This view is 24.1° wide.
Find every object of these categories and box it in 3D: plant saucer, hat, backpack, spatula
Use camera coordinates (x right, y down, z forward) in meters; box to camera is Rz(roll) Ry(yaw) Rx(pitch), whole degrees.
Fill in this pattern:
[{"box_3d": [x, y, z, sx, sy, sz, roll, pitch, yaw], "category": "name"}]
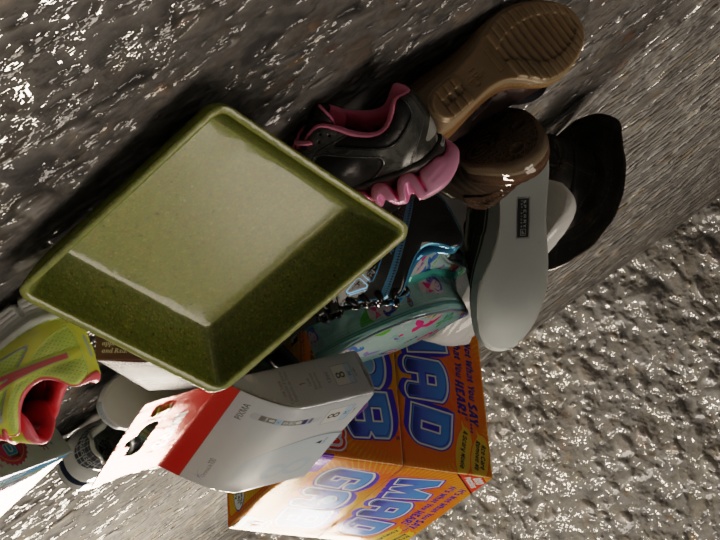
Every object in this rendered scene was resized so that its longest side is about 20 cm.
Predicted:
[{"box_3d": [-0.102, -0.022, 1.165, 0.200, 0.048, 0.200, -40, 135, 19], "category": "plant saucer"}, {"box_3d": [0.200, -0.094, 1.833, 0.081, 0.201, 0.201, 19, 136, -26], "category": "hat"}, {"box_3d": [0.000, 0.000, 1.490, 0.177, 0.151, 0.200, -23, 163, 9], "category": "backpack"}, {"box_3d": [-0.048, 0.100, 1.478, 0.057, 0.021, 0.200, -42, 141, -1], "category": "spatula"}]

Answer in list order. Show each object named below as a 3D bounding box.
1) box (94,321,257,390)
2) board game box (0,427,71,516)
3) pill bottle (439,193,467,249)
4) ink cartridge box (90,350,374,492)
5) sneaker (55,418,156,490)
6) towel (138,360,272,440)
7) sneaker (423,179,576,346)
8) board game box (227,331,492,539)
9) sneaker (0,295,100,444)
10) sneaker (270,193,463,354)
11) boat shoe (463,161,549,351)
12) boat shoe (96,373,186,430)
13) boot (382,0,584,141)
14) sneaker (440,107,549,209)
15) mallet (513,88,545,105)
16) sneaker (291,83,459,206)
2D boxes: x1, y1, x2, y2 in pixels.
[{"box_3d": [-0.143, 0.052, 1.356, 0.100, 0.075, 0.200, 0, 168, 5], "category": "box"}, {"box_3d": [-0.363, 0.199, 1.426, 0.200, 0.064, 0.147, -42, 168, 24], "category": "board game box"}, {"box_3d": [0.093, -0.035, 1.714, 0.112, 0.113, 0.200, -32, 169, -21], "category": "pill bottle"}, {"box_3d": [-0.106, 0.140, 1.395, 0.200, 0.047, 0.160, -12, 155, -33], "category": "ink cartridge box"}, {"box_3d": [-0.206, 0.157, 1.675, 0.200, 0.076, 0.080, -28, 172, -39], "category": "sneaker"}, {"box_3d": [-0.141, 0.123, 1.580, 0.147, 0.022, 0.200, -31, -149, -26], "category": "towel"}, {"box_3d": [0.137, -0.004, 1.591, 0.200, 0.075, 0.088, -45, 140, 21], "category": "sneaker"}, {"box_3d": [-0.009, 0.143, 1.705, 0.200, 0.200, 0.200, 11, 147, -25], "category": "board game box"}, {"box_3d": [-0.268, 0.099, 1.229, 0.200, 0.090, 0.078, -40, 170, 24], "category": "sneaker"}, {"box_3d": [-0.007, 0.006, 1.351, 0.200, 0.082, 0.073, -41, 175, -2], "category": "sneaker"}, {"box_3d": [0.127, -0.029, 1.512, 0.071, 0.200, 0.064, 5, -176, -27], "category": "boat shoe"}, {"box_3d": [-0.160, 0.084, 1.574, 0.200, 0.072, 0.068, -40, -168, -18], "category": "boat shoe"}, {"box_3d": [0.077, -0.145, 1.391, 0.200, 0.072, 0.166, -34, -177, -31], "category": "boot"}, {"box_3d": [0.111, -0.089, 1.420, 0.070, 0.076, 0.200, -44, -156, -13], "category": "sneaker"}, {"box_3d": [0.087, -0.127, 1.529, 0.200, 0.041, 0.066, -37, 172, 32], "category": "mallet"}, {"box_3d": [-0.030, -0.083, 1.279, 0.200, 0.095, 0.079, -21, -148, 11], "category": "sneaker"}]
